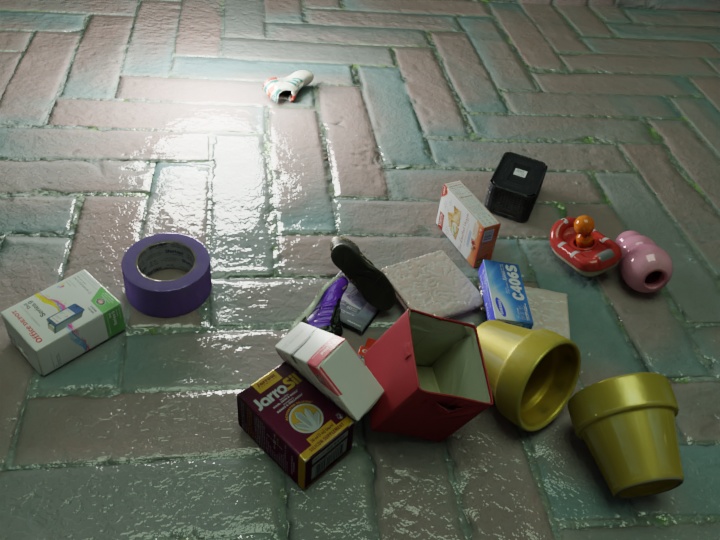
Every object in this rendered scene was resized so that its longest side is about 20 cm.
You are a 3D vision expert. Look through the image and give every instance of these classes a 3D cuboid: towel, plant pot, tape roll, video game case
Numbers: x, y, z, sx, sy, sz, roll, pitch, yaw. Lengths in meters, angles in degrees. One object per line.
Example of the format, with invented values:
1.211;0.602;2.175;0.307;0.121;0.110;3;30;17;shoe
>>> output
0.172;0.043;1.683;0.198;0.032;0.191;-16;50;-28;towel
0.322;0.199;1.451;0.200;0.203;0.188;-25;36;-31;plant pot
0.400;0.109;1.669;0.197;0.032;0.192;10;43;3;towel
0.519;0.323;1.334;0.198;0.201;0.191;-1;58;-10;plant pot
-0.448;0.008;1.616;0.197;0.086;0.201;4;41;-4;tape roll
-0.011;0.060;1.673;0.142;0.019;0.200;24;45;17;video game case

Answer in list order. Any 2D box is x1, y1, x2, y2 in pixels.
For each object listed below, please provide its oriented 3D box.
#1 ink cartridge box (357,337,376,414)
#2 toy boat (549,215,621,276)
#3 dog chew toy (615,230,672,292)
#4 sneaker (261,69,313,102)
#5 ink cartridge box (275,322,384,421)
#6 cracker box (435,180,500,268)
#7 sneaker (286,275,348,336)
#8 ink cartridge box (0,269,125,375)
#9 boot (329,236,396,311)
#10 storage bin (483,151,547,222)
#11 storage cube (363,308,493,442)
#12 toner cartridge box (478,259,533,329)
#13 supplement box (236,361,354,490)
0.038;0.214;1.486;0.108;0.051;0.201;15;43;9;ink cartridge box
0.581;-0.085;1.812;0.129;0.132;0.200;-23;37;-13;toy boat
0.725;-0.033;1.812;0.123;0.126;0.201;2;34;-6;dog chew toy
-0.230;-0.613;2.353;0.198;0.071;0.094;-23;68;-32;sneaker
-0.064;0.192;1.357;0.085;0.146;0.199;-44;24;-20;ink cartridge box
0.278;-0.124;1.828;0.057;0.135;0.201;-14;46;-21;cracker box
-0.072;0.106;1.567;0.099;0.070;0.201;33;64;13;sneaker
-0.628;0.107;1.480;0.145;0.088;0.199;35;51;27;ink cartridge box
0.000;0.000;1.653;0.200;0.073;0.151;42;5;-16;boot
0.450;-0.244;2.017;0.134;0.094;0.201;20;44;14;storage bin
0.125;0.210;1.355;0.169;0.180;0.202;15;49;-26;storage cube
0.342;0.061;1.651;0.094;0.043;0.201;7;42;-8;toner cartridge box
-0.126;0.293;1.337;0.199;0.104;0.130;35;50;28;supplement box
